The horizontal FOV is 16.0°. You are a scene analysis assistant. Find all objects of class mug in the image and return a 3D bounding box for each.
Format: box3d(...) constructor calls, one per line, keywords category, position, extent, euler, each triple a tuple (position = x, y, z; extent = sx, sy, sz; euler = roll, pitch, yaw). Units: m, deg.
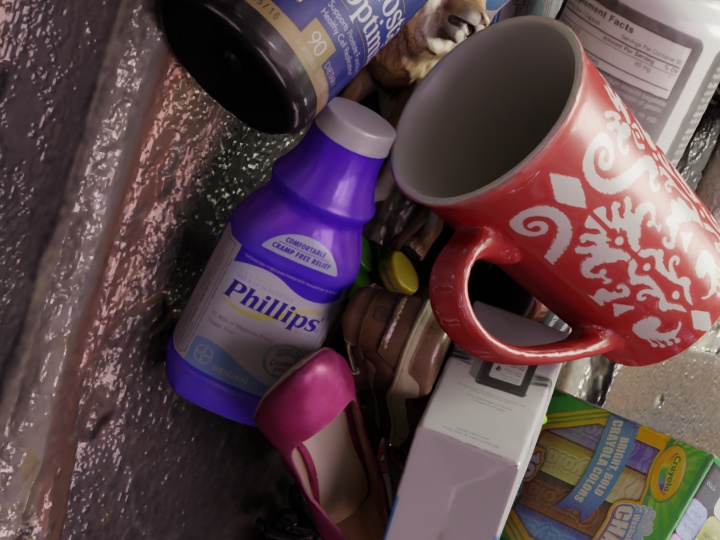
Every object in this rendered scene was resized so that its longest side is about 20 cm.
box3d(category="mug", position=(0.114, -0.024, 1.523), extent=(0.178, 0.133, 0.200), euler=(-48, 127, 0))

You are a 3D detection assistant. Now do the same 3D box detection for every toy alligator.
box3d(category="toy alligator", position=(0.000, 0.000, 1.618), extent=(0.200, 0.059, 0.054), euler=(40, 33, -40))

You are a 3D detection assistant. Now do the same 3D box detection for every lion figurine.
box3d(category="lion figurine", position=(0.039, -0.101, 1.597), extent=(0.123, 0.072, 0.200), euler=(-53, 158, -22))

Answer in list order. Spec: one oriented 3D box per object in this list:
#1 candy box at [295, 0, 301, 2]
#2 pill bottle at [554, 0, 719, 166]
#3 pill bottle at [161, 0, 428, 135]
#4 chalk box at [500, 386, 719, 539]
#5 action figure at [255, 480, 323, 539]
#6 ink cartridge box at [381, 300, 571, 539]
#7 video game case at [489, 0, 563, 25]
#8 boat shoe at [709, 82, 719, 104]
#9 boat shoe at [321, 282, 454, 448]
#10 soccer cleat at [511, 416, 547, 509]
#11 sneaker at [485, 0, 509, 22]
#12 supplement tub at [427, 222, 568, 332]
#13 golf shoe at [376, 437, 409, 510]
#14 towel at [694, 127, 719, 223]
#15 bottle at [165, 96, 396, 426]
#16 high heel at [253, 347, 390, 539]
box3d(category="candy box", position=(-0.016, -0.247, 1.419), extent=(0.200, 0.115, 0.055), euler=(-47, 141, -20))
box3d(category="pill bottle", position=(0.172, -0.133, 1.630), extent=(0.114, 0.114, 0.201), euler=(8, 113, -47))
box3d(category="pill bottle", position=(-0.013, -0.182, 1.476), extent=(0.200, 0.112, 0.112), euler=(-47, 134, -20))
box3d(category="chalk box", position=(0.200, 0.188, 1.785), extent=(0.124, 0.200, 0.124), euler=(-57, 136, -11))
box3d(category="action figure", position=(-0.052, 0.216, 1.618), extent=(0.200, 0.102, 0.119), euler=(-32, 126, -28))
box3d(category="ink cartridge box", position=(0.073, 0.102, 1.576), extent=(0.200, 0.066, 0.116), euler=(-61, 168, -59))
box3d(category="video game case", position=(0.144, -0.126, 1.728), extent=(0.199, 0.018, 0.144), euler=(-1, 107, -45))
box3d(category="boat shoe", position=(0.221, -0.148, 1.728), extent=(0.200, 0.073, 0.075), euler=(-57, 137, -12))
box3d(category="boat shoe", position=(0.014, 0.052, 1.569), extent=(0.202, 0.075, 0.075), euler=(100, 13, -70))
box3d(category="soccer cleat", position=(0.071, 0.167, 1.748), extent=(0.201, 0.067, 0.081), euler=(-61, 143, -9))
box3d(category="sneaker", position=(0.124, -0.226, 1.631), extent=(0.200, 0.072, 0.073), euler=(-37, 141, -28))
box3d(category="supplement tub", position=(0.146, 0.001, 1.720), extent=(0.200, 0.107, 0.107), euler=(3, 105, -46))
box3d(category="golf shoe", position=(0.037, 0.160, 1.673), extent=(0.092, 0.072, 0.201), euler=(114, -9, -47))
box3d(category="towel", position=(0.280, -0.123, 1.776), extent=(0.200, 0.034, 0.133), euler=(-57, 170, -53))
box3d(category="bottle", position=(-0.043, -0.006, 1.512), extent=(0.083, 0.065, 0.200), euler=(23, 111, -15))
box3d(category="high heel", position=(-0.012, 0.116, 1.515), extent=(0.067, 0.096, 0.200), euler=(-35, 161, -19))
